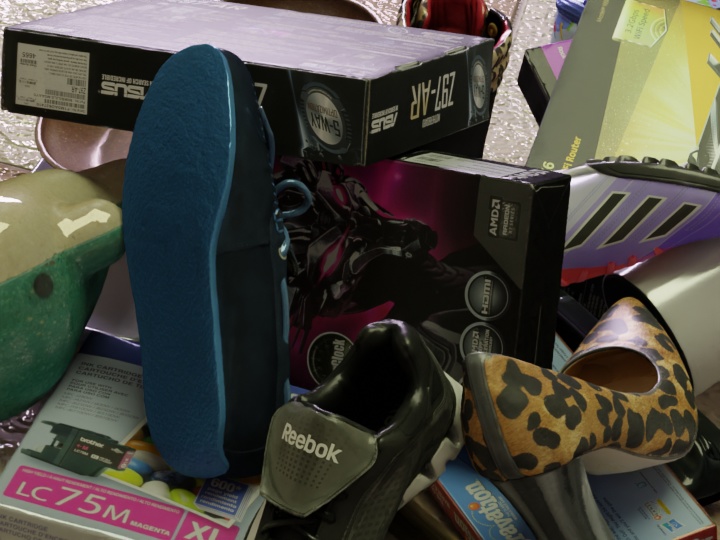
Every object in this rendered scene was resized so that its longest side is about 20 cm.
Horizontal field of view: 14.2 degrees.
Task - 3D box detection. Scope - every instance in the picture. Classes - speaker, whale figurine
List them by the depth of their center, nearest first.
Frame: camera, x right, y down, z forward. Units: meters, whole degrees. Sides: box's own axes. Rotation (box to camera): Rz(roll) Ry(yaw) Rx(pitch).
[{"bbox_3d":[-0.164,0.009,1.393,0.159,0.104,0.200,-15,10,36],"label":"whale figurine"},{"bbox_3d":[0.226,-0.015,1.519,0.200,0.081,0.081,-33,44,-14],"label":"speaker"}]

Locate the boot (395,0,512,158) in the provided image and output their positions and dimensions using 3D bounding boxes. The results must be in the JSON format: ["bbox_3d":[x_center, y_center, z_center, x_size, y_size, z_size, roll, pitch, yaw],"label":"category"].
[{"bbox_3d":[0.041,-0.085,1.608,0.073,0.151,0.200,15,27,5],"label":"boot"}]

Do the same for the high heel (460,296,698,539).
[{"bbox_3d":[0.097,0.041,1.331,0.071,0.143,0.200,-15,34,24],"label":"high heel"}]

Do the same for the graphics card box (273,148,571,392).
[{"bbox_3d":[0.000,0.000,1.416,0.199,0.126,0.051,12,12,26],"label":"graphics card box"}]

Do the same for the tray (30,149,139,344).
[{"bbox_3d":[-0.141,-0.010,1.530,0.107,0.022,0.200,13,27,6],"label":"tray"}]

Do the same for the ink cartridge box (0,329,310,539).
[{"bbox_3d":[-0.093,0.087,1.357,0.119,0.042,0.200,16,26,5],"label":"ink cartridge box"}]

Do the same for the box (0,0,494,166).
[{"bbox_3d":[-0.054,-0.098,1.443,0.199,0.044,0.160,10,15,22],"label":"box"}]

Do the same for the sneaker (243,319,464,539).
[{"bbox_3d":[-0.019,0.101,1.232,0.066,0.091,0.200,17,60,26],"label":"sneaker"}]

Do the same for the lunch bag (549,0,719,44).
[{"bbox_3d":[0.224,-0.138,1.864,0.200,0.083,0.161,-13,35,-42],"label":"lunch bag"}]

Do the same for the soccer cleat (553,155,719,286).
[{"bbox_3d":[0.104,-0.018,1.479,0.199,0.073,0.068,0,-11,11],"label":"soccer cleat"}]

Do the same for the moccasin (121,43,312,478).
[{"bbox_3d":[-0.067,-0.002,1.339,0.080,0.201,0.068,-7,-14,41],"label":"moccasin"}]

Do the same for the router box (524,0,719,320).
[{"bbox_3d":[0.177,-0.058,1.627,0.157,0.052,0.200,17,57,8],"label":"router box"}]

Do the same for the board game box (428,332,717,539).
[{"bbox_3d":[0.080,0.087,1.411,0.103,0.019,0.200,-18,39,-17],"label":"board game box"}]

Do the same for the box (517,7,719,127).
[{"bbox_3d":[0.210,-0.086,1.707,0.199,0.036,0.143,-14,59,-16],"label":"box"}]

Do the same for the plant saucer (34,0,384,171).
[{"bbox_3d":[-0.078,-0.088,1.580,0.200,0.037,0.201,-12,31,7],"label":"plant saucer"}]

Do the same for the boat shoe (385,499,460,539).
[{"bbox_3d":[0.039,0.147,1.272,0.073,0.063,0.201,-12,36,-38],"label":"boat shoe"}]

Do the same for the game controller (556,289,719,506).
[{"bbox_3d":[0.104,0.065,1.489,0.104,0.042,0.200,-20,39,-24],"label":"game controller"}]
